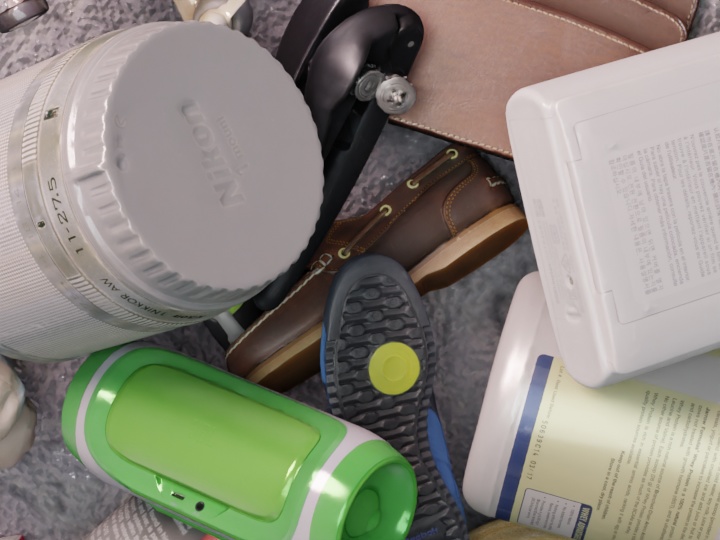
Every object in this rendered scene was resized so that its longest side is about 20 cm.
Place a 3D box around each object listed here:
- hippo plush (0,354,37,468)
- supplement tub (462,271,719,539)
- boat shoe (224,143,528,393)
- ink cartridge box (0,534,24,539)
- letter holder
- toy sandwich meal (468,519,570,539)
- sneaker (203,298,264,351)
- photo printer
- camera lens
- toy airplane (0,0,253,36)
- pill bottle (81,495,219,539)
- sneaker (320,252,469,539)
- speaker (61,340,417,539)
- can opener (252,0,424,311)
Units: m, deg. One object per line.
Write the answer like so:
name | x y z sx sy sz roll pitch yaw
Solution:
hippo plush | -0.234 0.013 1.638 0.159 0.200 0.161 27 76 4
supplement tub | 0.170 0.092 1.588 0.200 0.145 0.145 16 98 5
boat shoe | 0.000 0.000 1.625 0.200 0.070 0.070 -33 77 -14
ink cartridge box | -0.261 0.275 1.692 0.144 0.084 0.201 -10 95 8
letter holder | 0.085 -0.139 1.597 0.200 0.101 0.142 17 96 5
toy sandwich meal | 0.101 0.235 1.655 0.205 0.070 0.206 0 92 1
sneaker | -0.072 -0.043 1.641 0.083 0.072 0.200 -18 94 6
photo printer | 0.188 -0.042 1.515 0.200 0.069 0.167 -18 99 -24
camera lens | -0.136 -0.041 1.508 0.200 0.160 0.160 -16 95 49
toy airplane | -0.120 -0.211 1.566 0.141 0.200 0.200 -23 50 35
pill bottle | -0.097 0.175 1.646 0.200 0.114 0.114 -41 90 10
sneaker | 0.013 0.084 1.591 0.066 0.078 0.201 -15 104 -9
speaker | -0.069 0.104 1.545 0.200 0.088 0.089 21 100 33
can opener | -0.022 -0.064 1.548 0.063 0.079 0.200 8 115 -33
